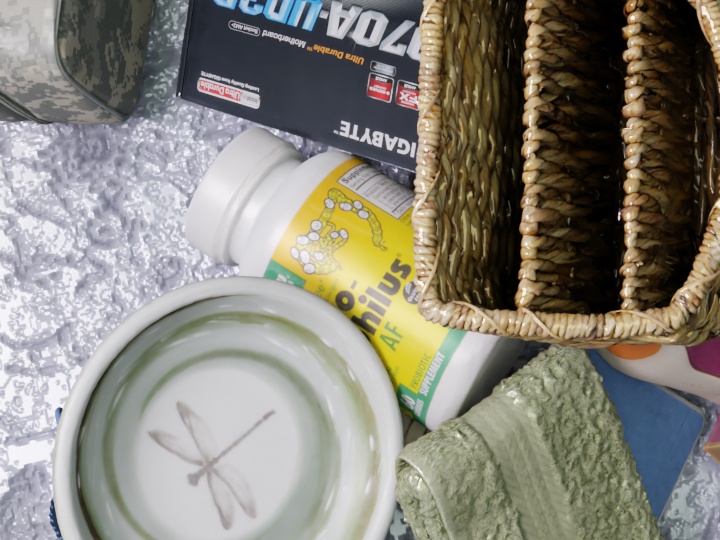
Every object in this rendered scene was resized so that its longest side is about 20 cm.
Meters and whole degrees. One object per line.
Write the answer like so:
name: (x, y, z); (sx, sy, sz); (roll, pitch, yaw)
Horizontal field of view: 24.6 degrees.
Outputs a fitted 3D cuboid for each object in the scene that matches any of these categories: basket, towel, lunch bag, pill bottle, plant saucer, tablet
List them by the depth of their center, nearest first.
basket: (0.121, -0.063, 0.827); (0.142, 0.149, 0.201); (0, 83, 32)
plant saucer: (-0.074, 0.102, 0.898); (0.199, 0.050, 0.201); (-2, 94, -25)
towel: (0.106, 0.152, 0.940); (0.148, 0.036, 0.201); (-33, 114, -23)
pill bottle: (0.000, 0.000, 0.970); (0.199, 0.113, 0.113); (33, 85, 14)
tablet: (0.123, 0.149, 0.979); (0.130, 0.014, 0.201); (30, 83, -32)
lunch bag: (-0.222, -0.188, 1.002); (0.167, 0.139, 0.201); (3, 83, 18)

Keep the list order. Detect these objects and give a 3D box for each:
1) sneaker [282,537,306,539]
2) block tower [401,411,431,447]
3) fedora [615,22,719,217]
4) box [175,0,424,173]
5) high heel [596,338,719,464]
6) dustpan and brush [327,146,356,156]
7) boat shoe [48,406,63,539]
sneaker: (-0.082, 0.166, 0.958); (0.200, 0.074, 0.082); (-30, 67, -37)
block tower: (0.005, 0.100, 0.999); (0.199, 0.058, 0.054); (27, 84, 5)
fedora: (0.186, -0.086, 0.934); (0.199, 0.092, 0.202); (-1, 87, 23)
box: (-0.009, -0.155, 0.968); (0.199, 0.046, 0.160); (20, 110, 27)
high heel: (0.199, 0.029, 0.966); (0.200, 0.067, 0.096); (43, 57, -18)
dustpan and brush: (0.005, -0.129, 1.017); (0.139, 0.057, 0.201); (21, 117, 27)
boat shoe: (-0.138, 0.084, 0.965); (0.084, 0.069, 0.201); (37, 111, 23)
